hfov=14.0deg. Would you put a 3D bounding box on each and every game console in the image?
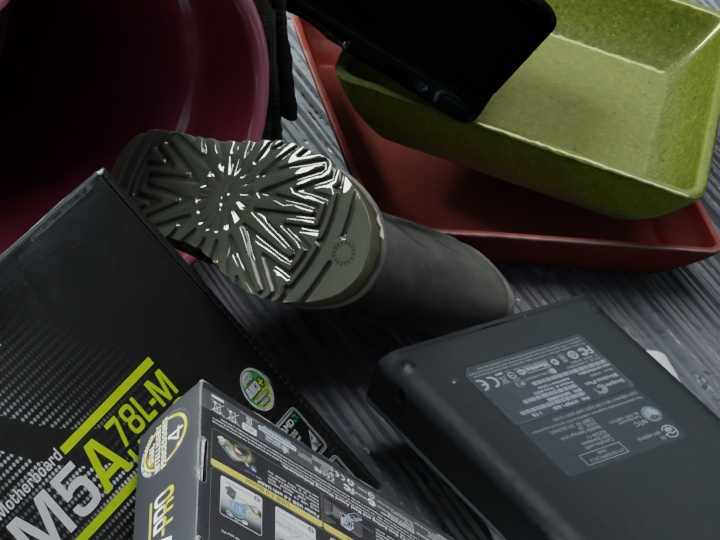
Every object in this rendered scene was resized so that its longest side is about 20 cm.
[{"bbox_3d":[0.004,-0.176,1.451,0.200,0.116,0.176,32,34,-5],"label":"game console"}]

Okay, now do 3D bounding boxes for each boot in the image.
[{"bbox_3d":[0.002,-0.002,1.347,0.200,0.073,0.182,30,-2,-44],"label":"boot"}]

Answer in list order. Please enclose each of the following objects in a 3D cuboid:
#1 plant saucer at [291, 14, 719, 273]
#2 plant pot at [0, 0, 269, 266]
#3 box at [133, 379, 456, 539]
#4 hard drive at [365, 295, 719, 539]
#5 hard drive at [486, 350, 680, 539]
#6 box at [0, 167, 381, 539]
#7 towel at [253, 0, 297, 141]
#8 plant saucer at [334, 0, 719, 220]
[{"bbox_3d":[0.072,-0.064,1.580,0.199,0.037,0.200,3,38,-20],"label":"plant saucer"},{"bbox_3d":[-0.173,-0.094,1.392,0.200,0.201,0.179,-15,32,-38],"label":"plant pot"},{"bbox_3d":[-0.001,0.153,1.171,0.200,0.049,0.161,34,28,-24],"label":"box"},{"bbox_3d":[0.117,0.094,1.339,0.139,0.033,0.200,-15,46,-38],"label":"hard drive"},{"bbox_3d":[0.120,0.111,1.370,0.132,0.027,0.200,1,38,-23],"label":"hard drive"},{"bbox_3d":[-0.104,0.080,1.219,0.193,0.047,0.200,51,39,-6],"label":"box"},{"bbox_3d":[-0.118,-0.145,1.485,0.200,0.193,0.035,29,65,13],"label":"towel"},{"bbox_3d":[0.093,-0.103,1.569,0.199,0.048,0.200,19,35,1],"label":"plant saucer"}]
